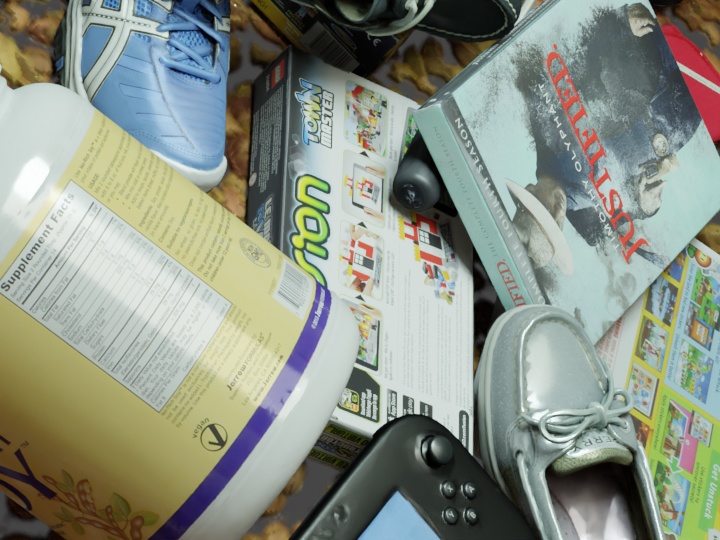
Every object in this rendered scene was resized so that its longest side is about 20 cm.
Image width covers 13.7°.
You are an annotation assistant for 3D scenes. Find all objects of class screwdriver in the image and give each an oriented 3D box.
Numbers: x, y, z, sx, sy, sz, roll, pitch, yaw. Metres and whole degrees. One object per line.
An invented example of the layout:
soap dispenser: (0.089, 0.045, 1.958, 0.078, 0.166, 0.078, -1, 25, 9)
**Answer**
screwdriver: (0.059, -0.097, 1.447, 0.029, 0.028, 0.200, 60, 39, -31)

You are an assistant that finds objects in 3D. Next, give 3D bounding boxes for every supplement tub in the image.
supplement tub: (-0.117, 0.018, 1.191, 0.200, 0.145, 0.146, 37, 44, -12)

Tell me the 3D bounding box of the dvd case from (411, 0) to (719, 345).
dvd case: (0.108, -0.055, 1.452, 0.200, 0.022, 0.147, -41, 110, -48)

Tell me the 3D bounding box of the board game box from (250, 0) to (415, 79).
board game box: (-0.027, -0.208, 1.491, 0.200, 0.057, 0.165, 45, 44, -5)

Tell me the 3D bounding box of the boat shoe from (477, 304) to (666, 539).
boat shoe: (0.106, 0.109, 1.342, 0.074, 0.065, 0.203, -2, 75, -30)

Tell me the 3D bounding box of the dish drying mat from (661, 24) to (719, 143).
dish drying mat: (0.129, -0.086, 1.539, 0.200, 0.018, 0.077, -18, 69, -52)

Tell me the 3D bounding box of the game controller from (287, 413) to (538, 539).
game controller: (0.003, 0.152, 1.255, 0.104, 0.042, 0.200, 43, 52, -4)

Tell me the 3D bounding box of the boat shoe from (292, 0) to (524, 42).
boat shoe: (-0.002, -0.139, 1.366, 0.199, 0.075, 0.061, 21, 54, -34)

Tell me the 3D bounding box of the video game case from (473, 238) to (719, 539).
video game case: (0.142, 0.055, 1.468, 0.182, 0.023, 0.201, 34, 44, -16)

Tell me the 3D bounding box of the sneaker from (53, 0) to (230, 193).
sneaker: (-0.094, -0.127, 1.363, 0.075, 0.077, 0.201, 7, 58, -38)

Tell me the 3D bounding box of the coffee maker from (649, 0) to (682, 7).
coffee maker: (0.191, -0.233, 1.579, 0.191, 0.200, 0.135, 29, 48, -16)

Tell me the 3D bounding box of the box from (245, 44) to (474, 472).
box: (0.000, 0.000, 1.380, 0.110, 0.035, 0.201, 23, 49, -25)
